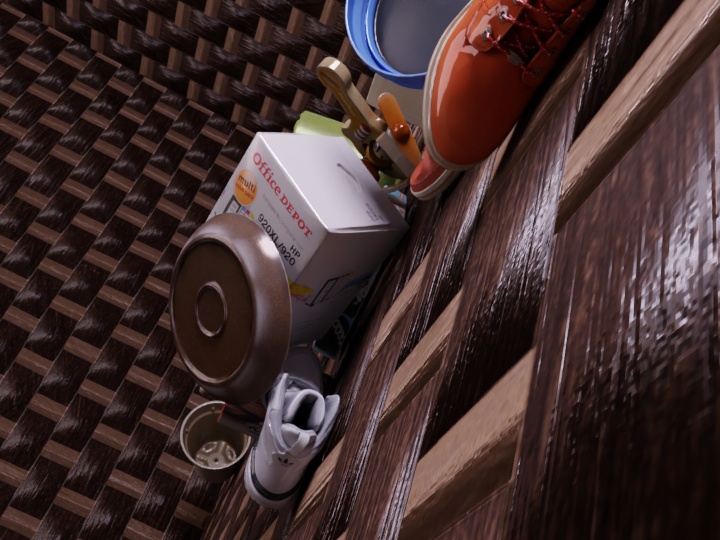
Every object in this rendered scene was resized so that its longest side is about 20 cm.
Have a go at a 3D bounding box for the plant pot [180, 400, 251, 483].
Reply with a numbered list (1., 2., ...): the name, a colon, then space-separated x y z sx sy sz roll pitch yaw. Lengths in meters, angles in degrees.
1. plant pot: -0.412 0.507 2.208 0.185 0.196 0.203 103 -174 -52

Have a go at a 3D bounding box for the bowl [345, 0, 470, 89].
1. bowl: 0.077 -0.270 0.747 0.039 0.198 0.205 30 -96 -54

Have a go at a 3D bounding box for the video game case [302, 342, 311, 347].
1. video game case: -0.032 0.006 1.142 0.184 0.023 0.201 -58 -5 -34

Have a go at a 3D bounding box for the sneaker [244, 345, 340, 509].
1. sneaker: -0.062 0.138 0.814 0.202 0.074 0.116 -78 15 -49

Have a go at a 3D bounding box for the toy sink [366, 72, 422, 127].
1. toy sink: 0.098 -0.316 1.037 0.132 0.109 0.203 -71 3 -53

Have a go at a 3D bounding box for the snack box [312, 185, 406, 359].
1. snack box: 0.000 0.000 0.985 0.117 0.036 0.203 -77 12 -70

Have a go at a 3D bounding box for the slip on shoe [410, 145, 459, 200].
1. slip on shoe: 0.083 -0.143 0.665 0.202 0.060 0.075 118 173 -46

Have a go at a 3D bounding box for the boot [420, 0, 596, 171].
1. boot: 0.101 -0.154 0.489 0.204 0.074 0.107 -63 10 12

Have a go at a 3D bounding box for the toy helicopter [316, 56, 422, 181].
1. toy helicopter: 0.012 -0.194 1.013 0.131 0.201 0.079 16 62 51

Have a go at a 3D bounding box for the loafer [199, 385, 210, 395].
1. loafer: -0.158 0.093 1.089 0.200 0.068 0.076 -43 -10 -12

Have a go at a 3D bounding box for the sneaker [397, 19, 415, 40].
1. sneaker: 0.059 -0.279 0.825 0.116 0.198 0.081 -52 -38 -4

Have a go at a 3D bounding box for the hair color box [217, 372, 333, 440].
1. hair color box: -0.114 0.167 0.990 0.201 0.109 0.065 123 171 -60

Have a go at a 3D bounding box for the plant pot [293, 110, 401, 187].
1. plant pot: -0.034 -0.161 1.257 0.204 0.186 0.200 -64 4 9

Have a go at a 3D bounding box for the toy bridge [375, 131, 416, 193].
1. toy bridge: 0.045 -0.136 0.930 0.200 0.067 0.027 -44 9 9

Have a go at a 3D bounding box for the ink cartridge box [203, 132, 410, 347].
1. ink cartridge box: -0.076 -0.031 0.870 0.143 0.148 0.201 -9 -36 -51

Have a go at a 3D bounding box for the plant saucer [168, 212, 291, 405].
1. plant saucer: -0.149 0.042 0.819 0.032 0.200 0.203 -4 -50 -47
